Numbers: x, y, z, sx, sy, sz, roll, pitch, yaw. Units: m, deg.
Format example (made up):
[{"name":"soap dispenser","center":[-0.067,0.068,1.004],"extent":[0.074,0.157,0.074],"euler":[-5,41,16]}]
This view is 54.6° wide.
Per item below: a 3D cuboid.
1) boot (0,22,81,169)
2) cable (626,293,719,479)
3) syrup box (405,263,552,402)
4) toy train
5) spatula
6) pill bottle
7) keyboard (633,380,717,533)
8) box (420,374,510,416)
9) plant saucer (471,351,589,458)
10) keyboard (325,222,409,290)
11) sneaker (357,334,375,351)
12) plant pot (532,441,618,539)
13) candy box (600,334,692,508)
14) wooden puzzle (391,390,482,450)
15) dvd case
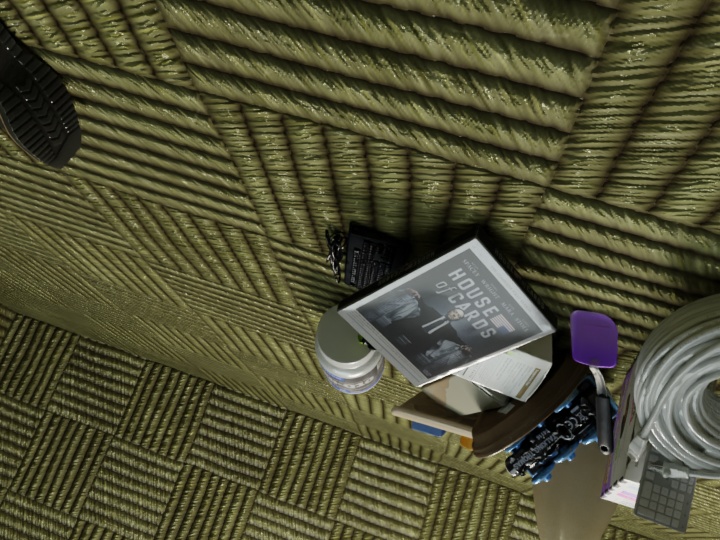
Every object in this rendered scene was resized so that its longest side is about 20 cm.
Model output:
[{"name":"boot","center":[-0.387,-0.197,0.710],"extent":[0.136,0.078,0.201],"euler":[16,148,27]},{"name":"cable","center":[0.358,0.112,0.645],"extent":[0.196,0.070,0.203],"euler":[6,125,16]},{"name":"syrup box","center":[0.130,0.076,0.855],"extent":[0.197,0.079,0.082],"euler":[21,130,-1]},{"name":"toy train","center":[0.295,0.232,1.033],"extent":[0.087,0.201,0.114],"euler":[47,-150,13]},{"name":"spatula","center":[0.286,0.140,0.830],"extent":[0.056,0.021,0.203],"euler":[6,124,39]},{"name":"pill bottle","center":[-0.016,0.129,1.144],"extent":[0.112,0.115,0.200],"euler":[17,161,9]},{"name":"keyboard","center":[0.334,0.164,0.730],"extent":[0.055,0.203,0.011],"euler":[20,166,-3]},{"name":"box","center":[0.166,0.149,1.023],"extent":[0.077,0.096,0.200],"euler":[35,160,1]},{"name":"plant saucer","center":[0.220,0.173,0.933],"extent":[0.030,0.199,0.200],"euler":[48,161,4]},{"name":"keyboard","center":[0.000,0.000,0.885],"extent":[0.102,0.040,0.200],"euler":[19,161,4]},{"name":"sneaker","center":[0.076,0.087,0.974],"extent":[0.071,0.084,0.198],"euler":[33,156,-36]},{"name":"plant pot","center":[0.381,0.386,1.238],"extent":[0.184,0.204,0.187],"euler":[12,175,1]},{"name":"candy box","center":[0.353,0.193,0.843],"extent":[0.070,0.170,0.200],"euler":[13,161,17]},{"name":"wooden puzzle","center":[0.166,0.252,1.169],"extent":[0.182,0.047,0.199],"euler":[12,-174,25]},{"name":"dvd case","center":[0.092,0.049,0.770],"extent":[0.199,0.025,0.150],"euler":[-29,118,35]}]
